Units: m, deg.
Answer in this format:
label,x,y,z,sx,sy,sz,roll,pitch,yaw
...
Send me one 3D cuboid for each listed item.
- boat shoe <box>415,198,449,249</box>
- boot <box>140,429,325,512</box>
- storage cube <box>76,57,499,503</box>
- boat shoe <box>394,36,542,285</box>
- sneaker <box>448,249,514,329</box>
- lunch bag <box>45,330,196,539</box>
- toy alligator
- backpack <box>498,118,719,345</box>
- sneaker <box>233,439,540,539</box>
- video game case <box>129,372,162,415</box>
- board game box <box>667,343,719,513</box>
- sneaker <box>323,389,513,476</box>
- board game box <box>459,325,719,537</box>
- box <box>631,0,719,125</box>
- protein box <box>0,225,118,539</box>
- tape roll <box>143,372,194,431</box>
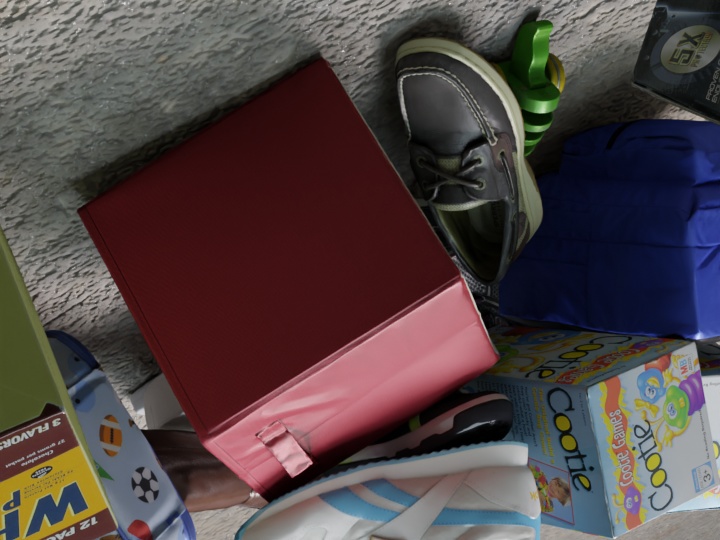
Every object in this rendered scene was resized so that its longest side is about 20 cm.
label,x,y,z,sx,sy,sz,roll,pitch,yaw
boat shoe,0.001,-0.001,1.338,0.198,0.066,0.075,-10,154,-33
boot,-0.079,0.161,1.318,0.200,0.186,0.065,12,100,-56
storage cube,-0.038,0.012,1.169,0.179,0.201,0.171,-32,157,0
boat shoe,0.069,-0.065,1.205,0.071,0.066,0.201,2,145,23
sneaker,0.099,0.065,1.461,0.080,0.201,0.075,-26,-160,-17
lunch bag,-0.212,0.140,1.250,0.160,0.201,0.076,-25,-172,39
toy alligator,0.090,-0.089,1.264,0.059,0.054,0.200,-11,153,-30
backpack,0.205,-0.026,1.388,0.199,0.169,0.162,-1,179,45
sneaker,0.019,0.165,1.197,0.199,0.081,0.077,-11,168,-6
video game case,-0.074,0.083,1.501,0.143,0.018,0.200,-35,156,18
board game box,0.218,0.102,1.437,0.104,0.104,0.200,-4,-166,-12
sneaker,0.024,0.093,1.277,0.071,0.083,0.200,-4,169,-36
board game box,0.133,0.105,1.296,0.103,0.106,0.199,-19,-167,-33
box,0.266,-0.183,1.096,0.163,0.086,0.201,-2,115,-45
protein box,-0.240,0.053,1.031,0.134,0.199,0.200,-22,157,-9
tape roll,-0.060,0.085,1.397,0.201,0.037,0.203,-13,165,-4
